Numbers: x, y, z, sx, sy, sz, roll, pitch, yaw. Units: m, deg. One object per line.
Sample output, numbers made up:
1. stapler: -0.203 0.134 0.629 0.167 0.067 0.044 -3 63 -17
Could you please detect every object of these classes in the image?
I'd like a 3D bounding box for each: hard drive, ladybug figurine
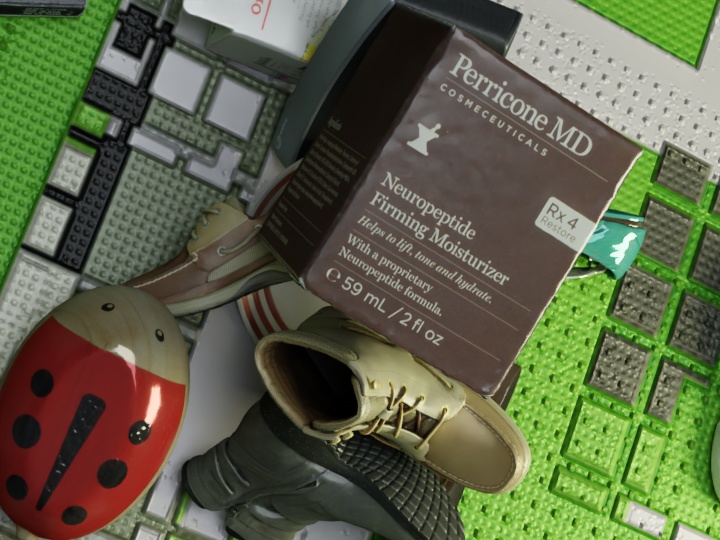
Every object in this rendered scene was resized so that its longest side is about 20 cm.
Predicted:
1. hard drive: 0.026 -0.134 1.489 0.134 0.201 0.043 18 42 -19
2. ladybug figurine: -0.198 0.108 1.406 0.135 0.072 0.202 24 95 -6

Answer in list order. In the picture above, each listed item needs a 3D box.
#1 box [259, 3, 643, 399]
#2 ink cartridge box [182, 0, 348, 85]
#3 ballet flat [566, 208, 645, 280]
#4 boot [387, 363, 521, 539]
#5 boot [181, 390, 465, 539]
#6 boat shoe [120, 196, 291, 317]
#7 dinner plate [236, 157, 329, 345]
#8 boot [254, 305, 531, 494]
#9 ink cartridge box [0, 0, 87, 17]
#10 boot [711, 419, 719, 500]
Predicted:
1. box: 0.057 -0.052 1.360 0.165 0.164 0.201 30 94 -17
2. ink cartridge box: -0.045 -0.211 1.532 0.198 0.067 0.118 21 76 -21
3. ballet flat: 0.139 -0.033 1.592 0.198 0.067 0.071 15 93 -18
4. boot: 0.052 0.150 1.545 0.075 0.074 0.201 25 76 10
5. boot: -0.028 0.175 1.475 0.199 0.131 0.068 39 32 -9
6. boat shoe: -0.092 -0.018 1.469 0.198 0.076 0.075 -18 95 -5
7. dinner plate: 0.000 0.000 1.522 0.198 0.024 0.202 -1 101 -4
8. boot: 0.023 0.100 1.389 0.199 0.155 0.073 38 102 9
9. ink cartridge box: -0.303 -0.290 1.447 0.196 0.043 0.202 -3 84 -22
10. boot: 0.365 0.109 1.653 0.072 0.090 0.202 27 75 -18
